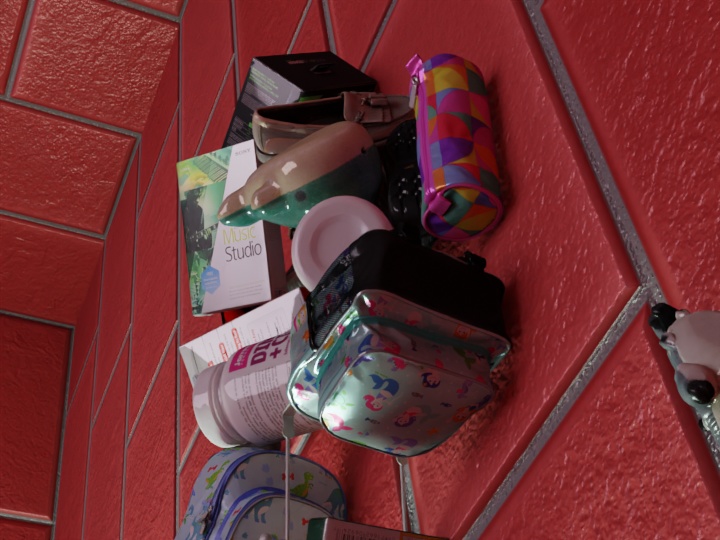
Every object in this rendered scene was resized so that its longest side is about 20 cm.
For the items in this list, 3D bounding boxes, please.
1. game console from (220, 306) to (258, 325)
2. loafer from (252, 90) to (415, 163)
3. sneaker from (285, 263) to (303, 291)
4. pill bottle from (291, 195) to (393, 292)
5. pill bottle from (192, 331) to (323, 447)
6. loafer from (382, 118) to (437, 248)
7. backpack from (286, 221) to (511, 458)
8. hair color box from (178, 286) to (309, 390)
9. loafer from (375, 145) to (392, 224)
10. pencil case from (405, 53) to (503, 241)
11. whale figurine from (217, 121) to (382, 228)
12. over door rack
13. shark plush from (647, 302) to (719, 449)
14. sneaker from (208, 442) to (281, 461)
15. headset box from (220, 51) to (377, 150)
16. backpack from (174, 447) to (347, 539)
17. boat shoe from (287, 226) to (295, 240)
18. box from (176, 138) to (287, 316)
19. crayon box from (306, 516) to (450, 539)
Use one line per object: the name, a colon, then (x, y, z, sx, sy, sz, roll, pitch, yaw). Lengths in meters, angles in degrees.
game console: (-0.120, 0.086, 1.654, 0.172, 0.118, 0.202, 42, 150, 37)
loafer: (-0.028, -0.174, 1.410, 0.072, 0.197, 0.063, -107, 4, -50)
sneaker: (-0.035, -0.034, 1.535, 0.200, 0.072, 0.116, -40, 36, 40)
pill bottle: (0.000, 0.000, 1.254, 0.200, 0.103, 0.106, 52, -134, -72)
pill bottle: (-0.084, 0.129, 1.363, 0.198, 0.113, 0.115, -20, 52, 30)
loafer: (0.060, -0.094, 1.302, 0.202, 0.067, 0.071, -84, -17, -52)
backpack: (0.026, 0.079, 1.114, 0.200, 0.176, 0.152, -45, 33, 45)
hair color box: (-0.116, 0.106, 1.482, 0.198, 0.064, 0.112, -25, 80, 28)
loafer: (0.015, -0.119, 1.441, 0.074, 0.070, 0.201, 95, 155, -46)
pencil case: (0.090, -0.125, 1.212, 0.089, 0.087, 0.202, 123, 151, -43)
whale figurine: (-0.062, -0.081, 1.320, 0.198, 0.105, 0.159, -23, 11, 36)
over door rack: (-0.018, 0.240, 1.180, 0.066, 0.146, 0.203, -35, 45, 54)
shark plush: (0.213, 0.072, 0.768, 0.200, 0.090, 0.084, -139, 34, -64)
sneaker: (-0.154, 0.262, 1.684, 0.199, 0.075, 0.092, -9, 59, 62)
headset box: (-0.084, -0.186, 1.599, 0.092, 0.173, 0.202, 35, 117, 23)
backpack: (-0.102, 0.299, 1.332, 0.146, 0.181, 0.203, -17, 53, 58)
boat shoe: (-0.063, -0.063, 1.450, 0.073, 0.075, 0.200, -66, 20, 3)
box: (-0.163, -0.052, 1.535, 0.143, 0.036, 0.203, -12, 82, 38)
crayon box: (0.004, 0.330, 1.084, 0.051, 0.124, 0.203, 152, 129, -65)
